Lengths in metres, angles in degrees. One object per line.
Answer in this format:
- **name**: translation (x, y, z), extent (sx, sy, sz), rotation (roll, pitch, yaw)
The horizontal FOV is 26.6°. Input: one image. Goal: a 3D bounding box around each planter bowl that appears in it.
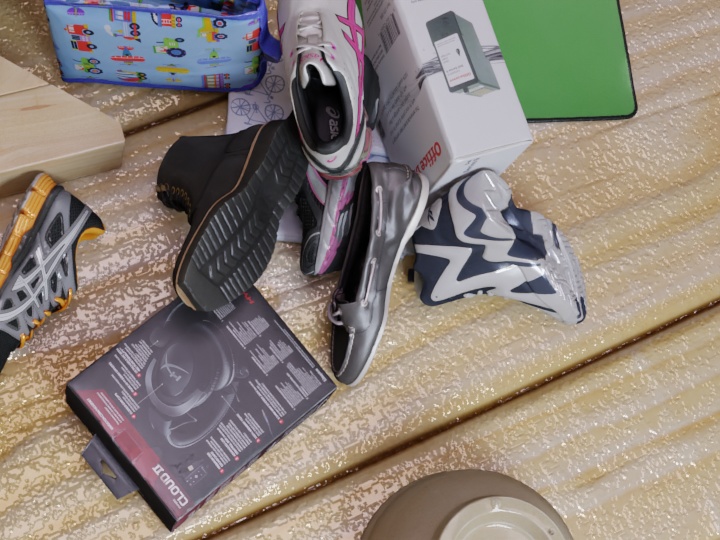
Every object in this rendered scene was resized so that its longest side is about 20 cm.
- **planter bowl**: translation (0.103, 0.257, 1.275), extent (0.198, 0.135, 0.202), rotation (4, 73, -12)

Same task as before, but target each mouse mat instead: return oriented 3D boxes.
- **mouse mat**: translation (0.188, -0.241, 1.514), extent (0.159, 0.008, 0.202), rotation (-3, 73, -13)

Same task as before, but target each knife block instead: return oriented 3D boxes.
- **knife block**: translation (-0.328, -0.091, 1.326), extent (0.199, 0.064, 0.177), rotation (28, 70, -3)

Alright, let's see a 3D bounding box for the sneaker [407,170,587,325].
- **sneaker**: translation (0.112, -0.001, 1.392), extent (0.199, 0.129, 0.080), rotation (36, 44, -41)

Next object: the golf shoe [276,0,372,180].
- **golf shoe**: translation (-0.030, -0.181, 1.287), extent (0.072, 0.092, 0.202), rotation (-12, 82, 4)

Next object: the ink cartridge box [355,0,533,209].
- **ink cartridge box**: translation (0.066, -0.171, 1.372), extent (0.083, 0.146, 0.202), rotation (-15, 78, -19)

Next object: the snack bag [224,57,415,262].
- **snack bag**: translation (-0.037, -0.114, 1.418), extent (0.186, 0.021, 0.202), rotation (6, 72, -11)

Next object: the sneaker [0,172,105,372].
- **sneaker**: translation (-0.282, 0.018, 1.298), extent (0.077, 0.078, 0.202), rotation (27, 73, -17)

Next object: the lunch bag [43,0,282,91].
- **lunch bag**: translation (-0.165, -0.214, 1.339), extent (0.198, 0.151, 0.095), rotation (15, 70, 1)

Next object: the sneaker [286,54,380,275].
- **sneaker**: translation (-0.038, -0.095, 1.373), extent (0.085, 0.080, 0.202), rotation (6, 84, 21)

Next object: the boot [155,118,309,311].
- **boot**: translation (-0.139, -0.045, 1.310), extent (0.201, 0.137, 0.078), rotation (-58, 134, -38)

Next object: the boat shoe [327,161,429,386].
- **boat shoe**: translation (0.000, 0.000, 1.340), extent (0.057, 0.067, 0.202), rotation (16, 96, -24)

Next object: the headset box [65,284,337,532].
- **headset box**: translation (-0.144, 0.111, 1.297), extent (0.200, 0.077, 0.149), rotation (-40, 84, -19)
